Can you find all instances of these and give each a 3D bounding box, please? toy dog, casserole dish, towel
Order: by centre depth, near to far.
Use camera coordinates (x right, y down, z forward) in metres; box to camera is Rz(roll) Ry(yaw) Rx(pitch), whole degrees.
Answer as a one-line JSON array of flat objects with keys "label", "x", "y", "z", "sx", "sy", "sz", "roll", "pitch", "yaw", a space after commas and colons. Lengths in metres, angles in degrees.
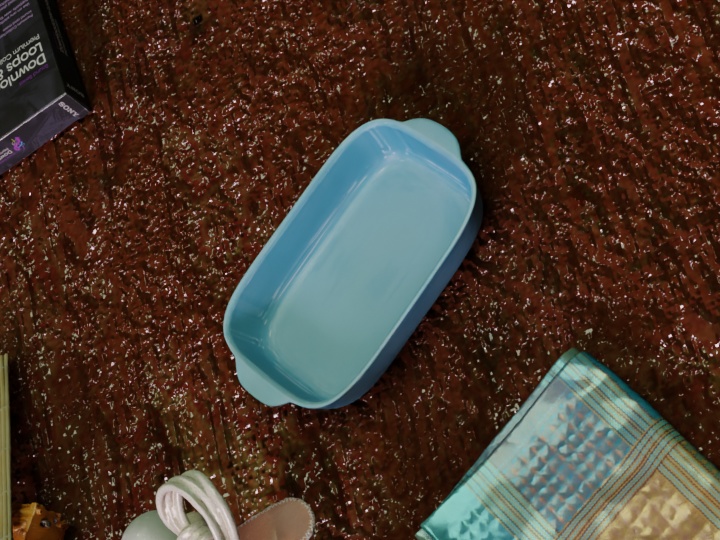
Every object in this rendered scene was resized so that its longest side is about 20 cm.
[{"label": "towel", "x": 0.134, "y": 0.150, "z": 1.094, "sx": 0.147, "sy": 0.022, "sz": 0.200, "roll": -49, "pitch": 52, "yaw": 4}, {"label": "toy dog", "x": -0.033, "y": 0.184, "z": 1.135, "sx": 0.200, "sy": 0.096, "sz": 0.132, "roll": 46, "pitch": 139, "yaw": 10}, {"label": "casserole dish", "x": 0.000, "y": 0.000, "z": 1.239, "sx": 0.121, "sy": 0.039, "sz": 0.200, "roll": 35, "pitch": 89, "yaw": 39}]

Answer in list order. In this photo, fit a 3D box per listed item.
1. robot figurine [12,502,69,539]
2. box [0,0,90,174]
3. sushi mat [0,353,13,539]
[{"label": "robot figurine", "x": -0.254, "y": 0.245, "z": 1.276, "sx": 0.144, "sy": 0.058, "sz": 0.201, "roll": 1, "pitch": 68, "yaw": 33}, {"label": "box", "x": -0.285, "y": -0.157, "z": 1.498, "sx": 0.143, "sy": 0.036, "sz": 0.201, "roll": -34, "pitch": 56, "yaw": 16}, {"label": "sushi mat", "x": -0.268, "y": 0.136, "z": 1.311, "sx": 0.095, "sy": 0.012, "sz": 0.200, "roll": -22, "pitch": 37, "yaw": 6}]
